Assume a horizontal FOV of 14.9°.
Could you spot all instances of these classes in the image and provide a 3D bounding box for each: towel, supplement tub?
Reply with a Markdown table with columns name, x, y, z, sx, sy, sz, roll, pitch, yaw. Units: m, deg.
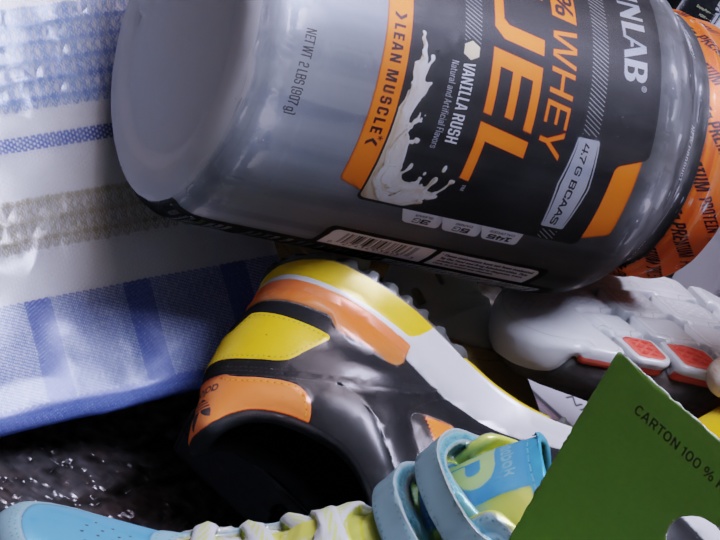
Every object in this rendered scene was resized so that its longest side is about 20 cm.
| name | x | y | z | sx | sy | sz | roll | pitch | yaw |
| --- | --- | --- | --- | --- | --- | --- | --- | --- | --- |
| towel | -0.107 | -0.047 | 0.947 | 0.147 | 0.024 | 0.200 | -13 | 82 | -32 |
| supplement tub | 0.026 | -0.061 | 0.943 | 0.200 | 0.123 | 0.123 | 10 | 31 | -28 |

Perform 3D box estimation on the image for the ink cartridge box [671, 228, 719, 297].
| name | x | y | z | sx | sy | sz | roll | pitch | yaw |
| --- | --- | --- | --- | --- | --- | --- | --- | --- | --- |
| ink cartridge box | 0.214 | 0.053 | 1.134 | 0.200 | 0.116 | 0.067 | 16 | 27 | -26 |

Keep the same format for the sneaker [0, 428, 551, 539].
| name | x | y | z | sx | sy | sz | roll | pitch | yaw |
| --- | --- | --- | --- | --- | --- | --- | --- | --- | --- |
| sneaker | -0.011 | 0.086 | 0.833 | 0.200 | 0.131 | 0.080 | 22 | 28 | -12 |

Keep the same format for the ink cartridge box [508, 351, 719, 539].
| name | x | y | z | sx | sy | sz | roll | pitch | yaw |
| --- | --- | --- | --- | --- | --- | --- | --- | --- | --- |
| ink cartridge box | 0.048 | 0.144 | 0.707 | 0.148 | 0.200 | 0.076 | 43 | 30 | 28 |

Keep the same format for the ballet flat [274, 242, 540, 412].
| name | x | y | z | sx | sy | sz | roll | pitch | yaw |
| --- | --- | --- | --- | --- | --- | --- | --- | --- | --- |
| ballet flat | 0.000 | 0.000 | 1.020 | 0.200 | 0.063 | 0.069 | 36 | 22 | 27 |

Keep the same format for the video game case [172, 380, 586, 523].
| name | x | y | z | sx | sy | sz | roll | pitch | yaw |
| --- | --- | --- | --- | --- | --- | --- | --- | --- | --- |
| video game case | 0.057 | 0.097 | 1.000 | 0.181 | 0.026 | 0.200 | 42 | 29 | 24 |

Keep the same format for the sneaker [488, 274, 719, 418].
| name | x | y | z | sx | sy | sz | roll | pitch | yaw |
| --- | --- | --- | --- | --- | --- | --- | --- | --- | --- |
| sneaker | 0.130 | 0.057 | 1.017 | 0.200 | 0.082 | 0.077 | 13 | 24 | -25 |

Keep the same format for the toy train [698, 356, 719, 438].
| name | x | y | z | sx | sy | sz | roll | pitch | yaw |
| --- | --- | --- | --- | --- | --- | --- | --- | --- | --- |
| toy train | 0.183 | 0.057 | 0.964 | 0.200 | 0.150 | 0.056 | 43 | -4 | -37 |

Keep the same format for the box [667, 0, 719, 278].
| name | x | y | z | sx | sy | sz | roll | pitch | yaw |
| --- | --- | --- | --- | --- | --- | --- | --- | --- | --- |
| box | 0.177 | -0.071 | 1.219 | 0.200 | 0.164 | 0.086 | 24 | 17 | -32 |

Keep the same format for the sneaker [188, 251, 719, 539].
| name | x | y | z | sx | sy | sz | roll | pitch | yaw |
| --- | --- | --- | --- | --- | --- | --- | --- | --- | --- |
| sneaker | 0.032 | 0.084 | 0.919 | 0.200 | 0.070 | 0.090 | 36 | 55 | -2 |
